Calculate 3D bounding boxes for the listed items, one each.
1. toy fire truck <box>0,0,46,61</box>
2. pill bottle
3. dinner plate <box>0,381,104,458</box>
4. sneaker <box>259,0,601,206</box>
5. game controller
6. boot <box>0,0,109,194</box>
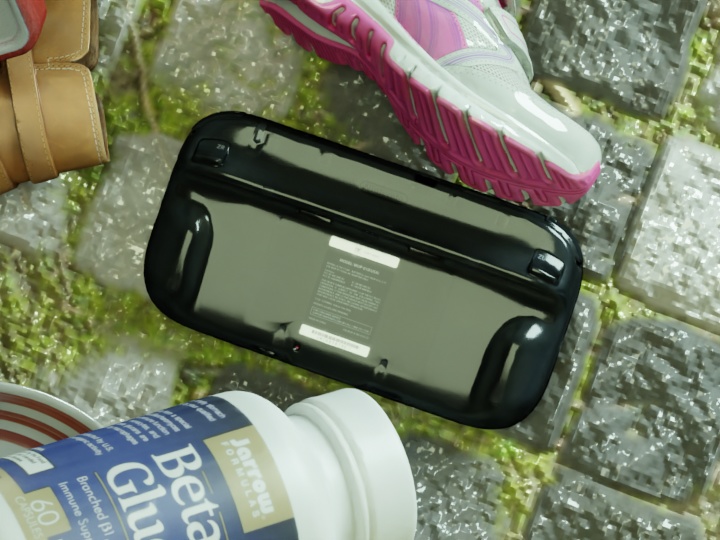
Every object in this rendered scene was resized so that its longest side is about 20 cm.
[{"bbox_3d":[-0.255,-0.141,1.299,0.199,0.112,0.168,-16,118,10],"label":"toy fire truck"},{"bbox_3d":[-0.080,0.116,1.307,0.199,0.111,0.112,-16,82,-26],"label":"pill bottle"},{"bbox_3d":[-0.183,0.146,1.353,0.199,0.024,0.201,-3,101,-16],"label":"dinner plate"},{"bbox_3d":[0.041,-0.112,1.361,0.200,0.081,0.088,42,76,15],"label":"sneaker"},{"bbox_3d":[0.000,0.000,1.384,0.199,0.042,0.105,19,99,6],"label":"game controller"},{"bbox_3d":[-0.193,-0.045,1.382,0.154,0.074,0.201,-2,86,0],"label":"boot"}]
